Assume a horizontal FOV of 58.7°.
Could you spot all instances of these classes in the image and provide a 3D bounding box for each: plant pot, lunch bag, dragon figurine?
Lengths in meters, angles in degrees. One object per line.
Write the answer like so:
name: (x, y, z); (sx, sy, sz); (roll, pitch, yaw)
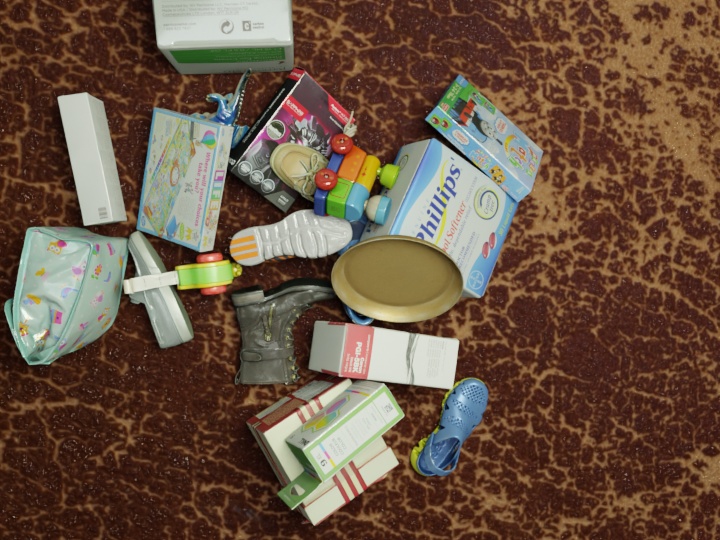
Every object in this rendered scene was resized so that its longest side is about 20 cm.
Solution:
plant pot: (0.056, 0.010, 0.972); (0.200, 0.200, 0.028); (12, 51, -6)
lunch bag: (-0.453, 0.037, 0.998); (0.122, 0.170, 0.201); (15, 95, -1)
dragon figurine: (-0.214, -0.231, 1.033); (0.200, 0.059, 0.100); (-35, 88, 22)

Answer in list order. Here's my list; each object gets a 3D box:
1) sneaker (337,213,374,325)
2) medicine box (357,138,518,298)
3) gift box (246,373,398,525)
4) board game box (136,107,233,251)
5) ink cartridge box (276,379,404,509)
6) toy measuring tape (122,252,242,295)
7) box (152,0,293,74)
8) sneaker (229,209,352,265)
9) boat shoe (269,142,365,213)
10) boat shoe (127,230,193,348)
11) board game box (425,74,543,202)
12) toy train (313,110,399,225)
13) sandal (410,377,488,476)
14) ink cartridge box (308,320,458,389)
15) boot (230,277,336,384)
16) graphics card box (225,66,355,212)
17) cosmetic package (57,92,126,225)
sneaker: (0.000, 0.000, 1.059); (0.074, 0.082, 0.200); (-8, 114, -2)
medicine box: (0.127, -0.079, 1.033); (0.200, 0.103, 0.183); (29, 78, -26)
gift box: (-0.061, 0.287, 1.054); (0.184, 0.200, 0.187); (-29, 93, -16)
board game box: (-0.282, -0.145, 1.022); (0.134, 0.034, 0.200); (19, 105, 21)
ink cartridge box: (-0.044, 0.239, 0.909); (0.200, 0.104, 0.059); (-36, 97, -20)
toy measuring tape: (-0.270, 0.010, 1.022); (0.200, 0.073, 0.074); (-10, 97, -43)
box: (-0.206, -0.420, 0.983); (0.198, 0.171, 0.201); (-4, 96, -5)
sneaker: (-0.106, -0.055, 1.049); (0.199, 0.112, 0.078); (-6, 93, 9)
boat shoe: (-0.055, -0.141, 1.039); (0.200, 0.063, 0.073); (27, 97, -32)
boat shoe: (-0.347, 0.036, 1.057); (0.071, 0.070, 0.201); (-24, 99, -7)
board game box: (0.210, -0.221, 1.057); (0.200, 0.151, 0.037); (41, 130, -8)
toy train: (0.009, -0.161, 0.979); (0.115, 0.085, 0.200); (18, 61, 5)
sandal: (0.164, 0.282, 1.118); (0.079, 0.087, 0.200); (28, 90, -5)
ink cartridge box: (0.036, 0.136, 1.034); (0.200, 0.147, 0.083); (11, 83, -22)
boot: (-0.125, 0.108, 1.094); (0.199, 0.069, 0.175); (-8, 101, -1)
graphics card box: (-0.115, -0.211, 1.045); (0.125, 0.051, 0.200); (38, 91, -37)
cosmetic package: (-0.429, -0.174, 1.028); (0.051, 0.083, 0.201); (-10, 95, -2)
